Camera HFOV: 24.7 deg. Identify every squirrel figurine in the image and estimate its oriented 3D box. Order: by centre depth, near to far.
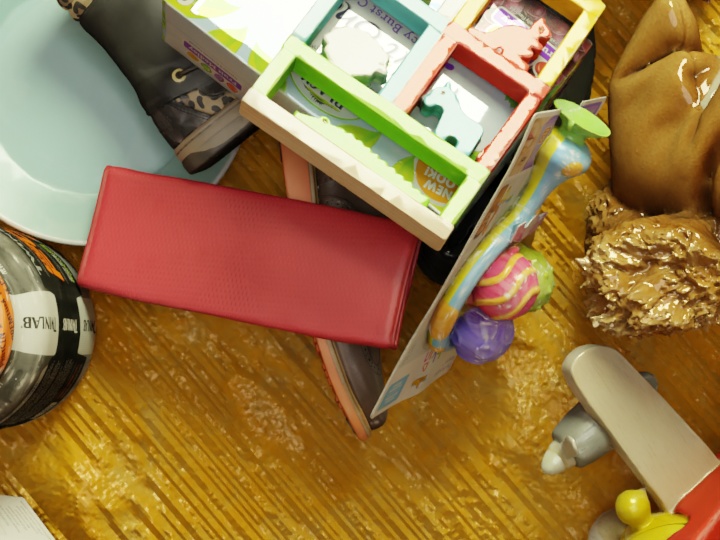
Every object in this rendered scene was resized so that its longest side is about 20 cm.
[{"bbox_3d":[0.212,-0.035,0.921,0.141,0.187,0.200,30,102,-30],"label":"squirrel figurine"}]

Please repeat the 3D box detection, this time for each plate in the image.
[{"bbox_3d":[-0.166,-0.113,1.012,0.199,0.026,0.202,1,83,-7],"label":"plate"}]

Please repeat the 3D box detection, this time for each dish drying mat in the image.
[{"bbox_3d":[-0.066,-0.008,0.960,0.199,0.018,0.077,11,83,15],"label":"dish drying mat"}]

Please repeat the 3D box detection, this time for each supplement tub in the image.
[{"bbox_3d":[-0.225,0.032,0.929,0.122,0.200,0.123,0,88,0],"label":"supplement tub"}]

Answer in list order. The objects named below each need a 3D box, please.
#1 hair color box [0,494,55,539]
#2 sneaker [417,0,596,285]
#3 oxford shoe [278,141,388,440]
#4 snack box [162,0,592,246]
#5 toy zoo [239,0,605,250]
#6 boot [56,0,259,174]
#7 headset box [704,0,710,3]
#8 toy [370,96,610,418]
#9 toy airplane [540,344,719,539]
[{"bbox_3d":[-0.280,0.158,0.929,0.199,0.109,0.065,15,93,-26],"label":"hair color box"},{"bbox_3d":[0.092,-0.084,0.984,0.076,0.091,0.201,20,87,4],"label":"sneaker"},{"bbox_3d":[0.000,0.000,0.992,0.072,0.071,0.201,-10,87,-1],"label":"oxford shoe"},{"bbox_3d":[0.008,-0.129,0.921,0.200,0.053,0.142,37,72,5],"label":"snack box"},{"bbox_3d":[0.043,-0.126,0.885,0.131,0.020,0.200,35,71,3],"label":"toy zoo"},{"bbox_3d":[-0.076,-0.174,0.984,0.200,0.073,0.151,-44,93,-10],"label":"boot"},{"bbox_3d":[0.180,-0.261,0.949,0.077,0.200,0.149,27,88,35],"label":"headset box"},{"bbox_3d":[0.086,0.000,0.929,0.047,0.115,0.201,32,113,18],"label":"toy"},{"bbox_3d":[0.193,0.146,0.963,0.198,0.141,0.201,4,76,-36],"label":"toy airplane"}]
